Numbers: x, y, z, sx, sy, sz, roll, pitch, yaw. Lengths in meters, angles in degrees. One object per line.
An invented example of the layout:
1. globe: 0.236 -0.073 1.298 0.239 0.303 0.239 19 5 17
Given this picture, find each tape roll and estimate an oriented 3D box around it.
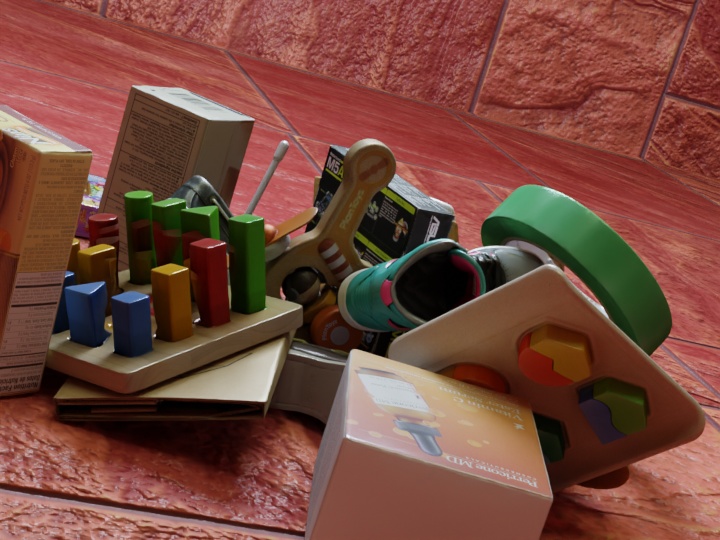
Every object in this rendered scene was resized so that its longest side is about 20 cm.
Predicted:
1. tape roll: 0.202 0.009 1.413 0.200 0.048 0.201 42 -17 15

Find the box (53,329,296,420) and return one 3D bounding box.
1. box: -0.143 0.074 1.219 0.163 0.021 0.200 -1 17 5

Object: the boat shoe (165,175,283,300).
1. boat shoe: -0.108 -0.004 1.387 0.072 0.071 0.200 17 -30 51

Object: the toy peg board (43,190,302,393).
1. toy peg board: -0.186 0.006 1.233 0.200 0.098 0.199 13 22 39

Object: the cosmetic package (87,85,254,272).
1. cosmetic package: -0.189 -0.070 1.463 0.103 0.200 0.087 26 16 24

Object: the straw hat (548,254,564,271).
1. straw hat: 0.128 0.058 1.560 0.201 0.201 0.085 5 60 -40

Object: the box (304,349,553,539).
1. box: 0.047 0.154 1.100 0.152 0.107 0.200 17 14 -4

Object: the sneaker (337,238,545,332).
1. sneaker: 0.092 0.012 1.289 0.199 0.084 0.121 -9 0 -21

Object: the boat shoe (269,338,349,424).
1. boat shoe: -0.015 0.104 1.286 0.200 0.072 0.059 17 16 20

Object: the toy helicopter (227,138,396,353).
1. toy helicopter: -0.036 -0.029 1.334 0.132 0.200 0.079 25 7 -23

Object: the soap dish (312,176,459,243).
1. soap dish: 0.027 -0.019 1.607 0.157 0.081 0.200 18 -20 12

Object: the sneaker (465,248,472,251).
1. sneaker: 0.135 0.041 1.429 0.200 0.078 0.077 25 -10 42

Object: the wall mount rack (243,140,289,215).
1. wall mount rack: -0.152 -0.065 1.535 0.200 0.174 0.075 24 33 23

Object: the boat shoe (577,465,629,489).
1. boat shoe: 0.147 0.118 1.291 0.200 0.070 0.070 29 41 -8

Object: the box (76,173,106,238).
1. box: -0.264 -0.064 1.672 0.199 0.039 0.137 13 16 -16

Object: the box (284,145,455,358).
1. box: 0.000 0.000 1.436 0.047 0.194 0.200 12 15 -30

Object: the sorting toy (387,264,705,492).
1. sorting toy: 0.146 0.099 1.199 0.200 0.185 0.037 44 41 -22

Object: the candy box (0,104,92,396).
1. candy box: -0.281 -0.017 1.155 0.115 0.201 0.055 28 21 36
